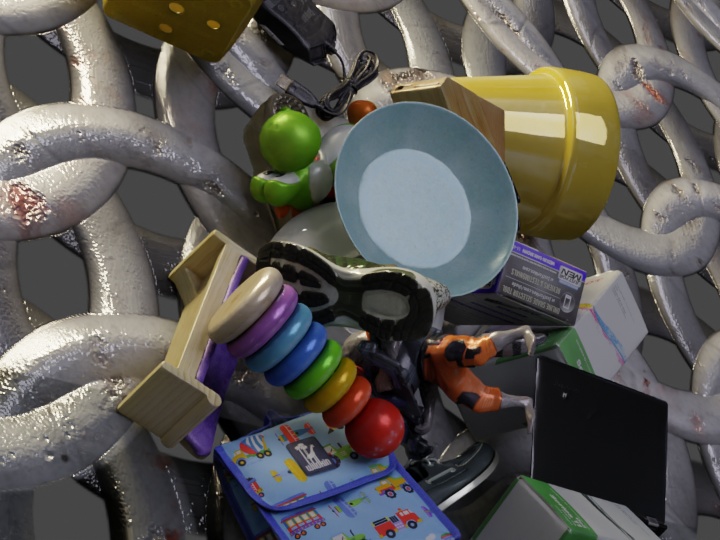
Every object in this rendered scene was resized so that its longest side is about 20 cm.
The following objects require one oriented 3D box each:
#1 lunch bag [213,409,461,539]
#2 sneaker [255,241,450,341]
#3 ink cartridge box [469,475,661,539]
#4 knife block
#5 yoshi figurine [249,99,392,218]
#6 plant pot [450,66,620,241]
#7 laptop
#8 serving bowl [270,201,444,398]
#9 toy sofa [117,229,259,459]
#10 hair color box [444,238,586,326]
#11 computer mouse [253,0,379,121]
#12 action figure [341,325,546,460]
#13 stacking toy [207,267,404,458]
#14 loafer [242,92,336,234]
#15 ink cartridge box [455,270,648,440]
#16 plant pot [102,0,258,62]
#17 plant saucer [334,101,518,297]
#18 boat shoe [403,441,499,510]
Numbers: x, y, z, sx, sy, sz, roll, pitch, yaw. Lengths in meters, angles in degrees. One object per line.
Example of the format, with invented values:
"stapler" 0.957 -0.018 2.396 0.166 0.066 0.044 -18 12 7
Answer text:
"lunch bag" -0.032 0.209 1.567 0.150 0.094 0.200 -19 60 -30
"sneaker" -0.005 0.018 1.591 0.199 0.077 0.089 16 13 28
"ink cartridge box" 0.184 0.284 1.621 0.200 0.147 0.083 20 18 -49
"knife block" 0.105 -0.097 1.853 0.200 0.064 0.176 21 67 -57
"yoshi figurine" -0.032 -0.128 1.747 0.200 0.112 0.112 -27 86 -45
"plant pot" 0.172 -0.144 2.024 0.188 0.201 0.201 8 51 -21
"laptop" 0.206 0.217 1.748 0.187 0.200 0.116 21 29 -32
"serving bowl" -0.001 0.029 1.702 0.199 0.066 0.201 2 85 -23
"toy sofa" -0.139 0.068 1.595 0.097 0.083 0.200 35 39 -16
"hair color box" 0.128 0.014 1.816 0.109 0.200 0.065 22 79 -32
"computer mouse" -0.079 -0.254 1.976 0.200 0.046 0.141 42 48 -12
"action figure" 0.072 0.099 1.629 0.193 0.200 0.105 9 58 14
"stacking toy" -0.040 0.093 1.542 0.200 0.085 0.085 45 37 -11
"loafer" -0.072 -0.082 1.811 0.075 0.068 0.201 -2 76 -44
"ink cartridge box" 0.201 0.088 1.859 0.088 0.145 0.200 63 35 -12
"plant pot" -0.169 -0.341 1.823 0.199 0.200 0.177 23 61 -12
"plant saucer" 0.059 -0.065 1.694 0.200 0.039 0.202 8 69 -23
"boat shoe" 0.067 0.206 1.694 0.062 0.073 0.200 55 43 3
